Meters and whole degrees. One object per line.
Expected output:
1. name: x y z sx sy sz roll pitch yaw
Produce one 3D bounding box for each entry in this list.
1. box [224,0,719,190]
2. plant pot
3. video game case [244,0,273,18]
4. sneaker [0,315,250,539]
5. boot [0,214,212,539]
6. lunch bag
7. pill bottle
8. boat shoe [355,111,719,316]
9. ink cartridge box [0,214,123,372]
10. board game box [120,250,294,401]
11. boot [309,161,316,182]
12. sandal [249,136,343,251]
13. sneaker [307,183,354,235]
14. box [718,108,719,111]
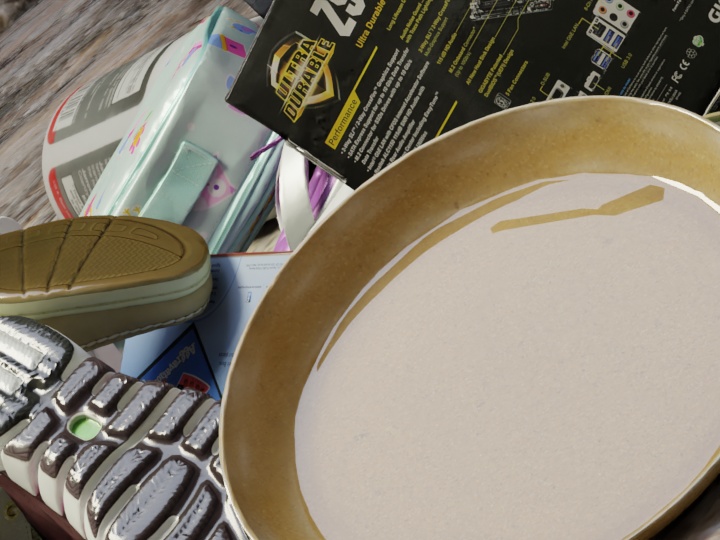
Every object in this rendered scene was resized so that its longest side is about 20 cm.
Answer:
1. box: 0.060 -0.097 1.054 0.049 0.160 0.200 -45 -13 -52
2. plant pot: 0.048 0.029 0.930 0.200 0.028 0.200 -18 45 19
3. video game case: 0.002 -0.174 1.425 0.143 0.019 0.200 -50 -4 2
4. sneaker: -0.068 0.095 1.089 0.076 0.116 0.200 -45 49 -15
5. boot: -0.138 0.068 1.199 0.199 0.155 0.072 -13 22 12
6. lunch bag: -0.093 -0.023 1.433 0.200 0.077 0.160 -60 8 13
7. pill bottle: -0.089 -0.074 1.647 0.114 0.114 0.200 -44 15 -30
8. boat shoe: 0.072 0.007 1.018 0.201 0.072 0.060 -28 13 13
9. ink cartridge box: -0.200 0.077 1.331 0.200 0.147 0.083 -26 18 43
10. board game box: -0.048 0.045 1.154 0.200 0.019 0.103 -1 77 62
11. boot: 0.054 -0.072 1.394 0.200 0.072 0.166 -37 23 12
12. sandal: -0.027 -0.038 1.311 0.203 0.050 0.082 -67 10 -9
13. sneaker: 0.000 0.000 1.245 0.080 0.076 0.200 -39 7 43
14. box: 0.093 -0.127 1.133 0.132 0.200 0.115 -25 16 41
